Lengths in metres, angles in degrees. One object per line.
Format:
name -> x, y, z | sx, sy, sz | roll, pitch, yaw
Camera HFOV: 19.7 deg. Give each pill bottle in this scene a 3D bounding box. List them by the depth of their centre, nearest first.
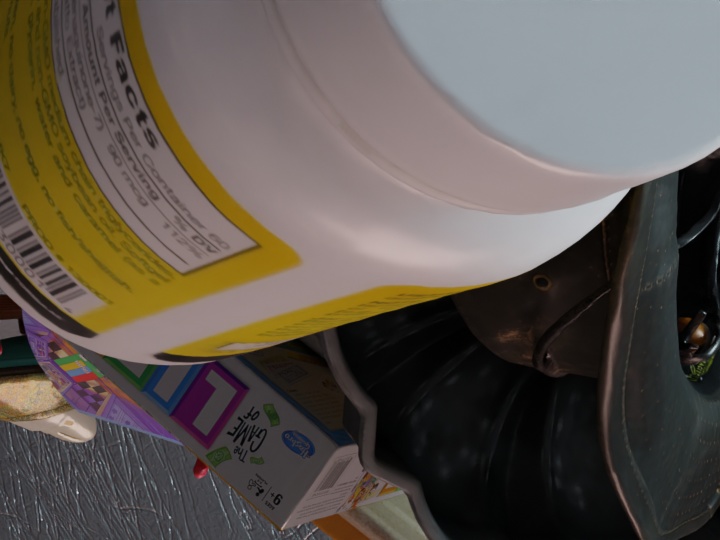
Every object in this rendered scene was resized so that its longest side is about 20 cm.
pill bottle -> -0.007, -0.046, 0.424 | 0.114, 0.115, 0.200 | -11, 177, -28

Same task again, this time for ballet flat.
ballet flat -> -0.138, 0.057, 1.119 | 0.199, 0.071, 0.071 | -17, 180, -37

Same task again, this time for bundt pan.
bundt pan -> 0.073, -0.002, 0.619 | 0.200, 0.204, 0.076 | -12, -173, -16

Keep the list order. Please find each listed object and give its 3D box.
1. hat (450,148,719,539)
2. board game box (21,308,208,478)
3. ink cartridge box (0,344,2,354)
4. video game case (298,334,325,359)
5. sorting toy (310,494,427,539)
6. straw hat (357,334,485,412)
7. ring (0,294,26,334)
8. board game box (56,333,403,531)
hat -> 0.063, -0.034, 0.520 | 0.080, 0.202, 0.200 | 11, -173, 24
board game box -> -0.068, 0.054, 0.963 | 0.199, 0.039, 0.159 | 18, 139, 0
ink cartridge box -> -0.247, 0.013, 0.769 | 0.198, 0.083, 0.147 | -13, 177, -2
video game case -> 0.000, 0.000, 0.780 | 0.024, 0.182, 0.200 | -55, 174, 12
sorting toy -> -0.028, 0.049, 0.827 | 0.037, 0.199, 0.185 | -55, -178, 12
straw hat -> 0.018, -0.040, 0.724 | 0.085, 0.201, 0.201 | -55, 165, 13
ring -> -0.151, 0.005, 1.167 | 0.199, 0.019, 0.200 | -8, -169, 2
board game box -> -0.029, 0.027, 0.742 | 0.034, 0.134, 0.200 | -55, 162, 12
